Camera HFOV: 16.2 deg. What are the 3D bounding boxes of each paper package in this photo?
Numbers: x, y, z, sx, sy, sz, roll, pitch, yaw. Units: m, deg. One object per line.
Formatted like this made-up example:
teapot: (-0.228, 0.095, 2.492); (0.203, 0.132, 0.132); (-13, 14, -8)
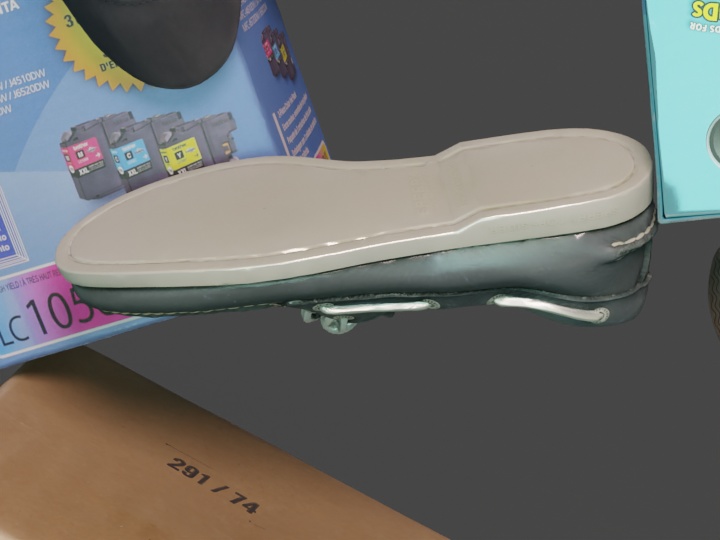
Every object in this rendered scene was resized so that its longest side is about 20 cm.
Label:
paper package: (-0.069, 0.131, 0.894); (0.200, 0.191, 0.104); (28, 108, 2)

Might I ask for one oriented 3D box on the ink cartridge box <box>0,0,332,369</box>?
ink cartridge box: (-0.101, -0.081, 0.898); (0.136, 0.076, 0.200); (-17, 103, 12)

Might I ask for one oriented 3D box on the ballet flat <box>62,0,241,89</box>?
ballet flat: (-0.087, -0.150, 0.803); (0.073, 0.073, 0.200); (-9, 103, 13)

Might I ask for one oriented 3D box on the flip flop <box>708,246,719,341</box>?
flip flop: (0.220, 0.008, 0.879); (0.200, 0.058, 0.081); (-8, 94, -2)

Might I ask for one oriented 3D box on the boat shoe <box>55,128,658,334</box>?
boat shoe: (0.000, 0.000, 0.839); (0.200, 0.073, 0.062); (-7, 122, 5)

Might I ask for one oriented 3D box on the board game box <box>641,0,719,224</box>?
board game box: (0.160, -0.121, 0.787); (0.151, 0.047, 0.200); (-4, 105, 11)
